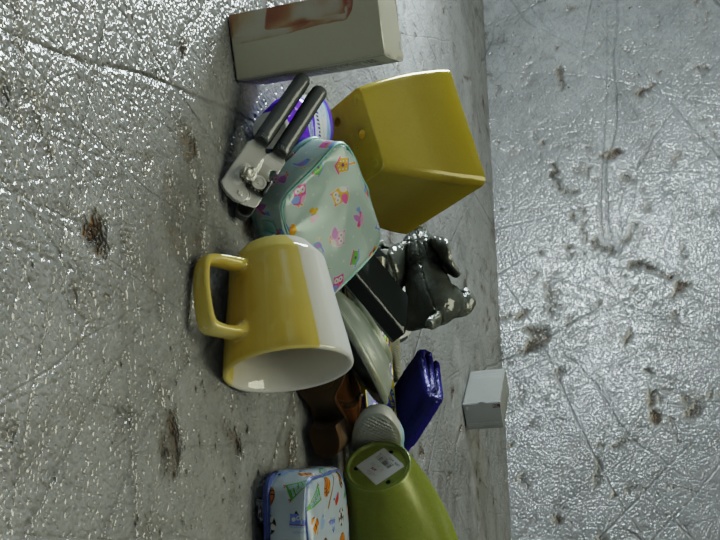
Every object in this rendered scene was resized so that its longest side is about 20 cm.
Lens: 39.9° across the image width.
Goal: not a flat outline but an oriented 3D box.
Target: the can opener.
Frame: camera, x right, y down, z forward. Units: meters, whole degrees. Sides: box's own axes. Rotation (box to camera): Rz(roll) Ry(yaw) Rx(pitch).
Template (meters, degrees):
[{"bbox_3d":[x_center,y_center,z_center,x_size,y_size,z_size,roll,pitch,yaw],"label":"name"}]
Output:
[{"bbox_3d":[-0.109,-0.156,1.217,0.201,0.052,0.066,-61,-170,-23],"label":"can opener"}]

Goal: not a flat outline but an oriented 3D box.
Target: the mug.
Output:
[{"bbox_3d":[-0.093,0.038,1.128,0.187,0.148,0.154,67,14,-65],"label":"mug"}]

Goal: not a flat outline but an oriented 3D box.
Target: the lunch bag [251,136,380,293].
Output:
[{"bbox_3d":[-0.062,-0.067,1.306,0.160,0.077,0.201,-45,134,-26],"label":"lunch bag"}]

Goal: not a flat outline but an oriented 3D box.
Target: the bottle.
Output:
[{"bbox_3d":[-0.092,-0.197,1.353,0.200,0.065,0.084,-37,118,-73],"label":"bottle"}]

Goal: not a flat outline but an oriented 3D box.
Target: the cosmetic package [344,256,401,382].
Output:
[{"bbox_3d":[0.021,0.086,1.654,0.104,0.073,0.202,34,51,-72],"label":"cosmetic package"}]

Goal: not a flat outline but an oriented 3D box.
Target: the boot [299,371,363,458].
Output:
[{"bbox_3d":[-0.033,0.153,1.421,0.155,0.076,0.202,-42,124,-72],"label":"boot"}]

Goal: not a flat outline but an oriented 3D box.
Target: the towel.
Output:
[{"bbox_3d":[0.074,0.241,1.595,0.201,0.049,0.148,-61,-163,24],"label":"towel"}]

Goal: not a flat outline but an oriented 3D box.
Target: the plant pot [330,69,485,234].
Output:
[{"bbox_3d":[0.041,-0.185,1.527,0.176,0.200,0.201,-2,69,-42],"label":"plant pot"}]

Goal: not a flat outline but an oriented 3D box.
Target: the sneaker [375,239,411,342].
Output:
[{"bbox_3d":[0.043,0.027,1.748,0.200,0.079,0.130,-80,157,-47],"label":"sneaker"}]

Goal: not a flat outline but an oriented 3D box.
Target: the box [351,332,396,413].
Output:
[{"bbox_3d":[0.006,0.160,1.545,0.064,0.070,0.202,-3,86,-41],"label":"box"}]

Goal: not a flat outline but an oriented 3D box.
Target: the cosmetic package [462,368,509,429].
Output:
[{"bbox_3d":[0.344,0.349,2.706,0.200,0.106,0.091,-60,141,-63],"label":"cosmetic package"}]

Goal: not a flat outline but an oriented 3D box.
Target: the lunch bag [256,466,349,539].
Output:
[{"bbox_3d":[-0.068,0.328,1.234,0.200,0.075,0.162,25,63,-74],"label":"lunch bag"}]

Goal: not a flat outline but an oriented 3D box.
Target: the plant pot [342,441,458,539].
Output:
[{"bbox_3d":[0.039,0.342,1.387,0.188,0.186,0.201,-74,158,-54],"label":"plant pot"}]

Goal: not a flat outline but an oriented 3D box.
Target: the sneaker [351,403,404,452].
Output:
[{"bbox_3d":[0.027,0.232,1.436,0.201,0.073,0.082,87,5,-53],"label":"sneaker"}]

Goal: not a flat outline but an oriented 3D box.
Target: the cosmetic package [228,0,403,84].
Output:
[{"bbox_3d":[-0.055,-0.297,1.266,0.103,0.198,0.088,-23,107,-74],"label":"cosmetic package"}]

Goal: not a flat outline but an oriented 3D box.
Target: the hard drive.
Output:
[{"bbox_3d":[0.000,0.000,1.484,0.200,0.033,0.140,50,17,-14],"label":"hard drive"}]

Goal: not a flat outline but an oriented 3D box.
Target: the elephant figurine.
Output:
[{"bbox_3d":[0.103,-0.006,1.666,0.141,0.155,0.201,-15,90,-33],"label":"elephant figurine"}]

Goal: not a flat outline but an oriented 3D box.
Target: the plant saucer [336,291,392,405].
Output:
[{"bbox_3d":[-0.002,0.096,1.415,0.201,0.050,0.200,56,-10,15],"label":"plant saucer"}]
